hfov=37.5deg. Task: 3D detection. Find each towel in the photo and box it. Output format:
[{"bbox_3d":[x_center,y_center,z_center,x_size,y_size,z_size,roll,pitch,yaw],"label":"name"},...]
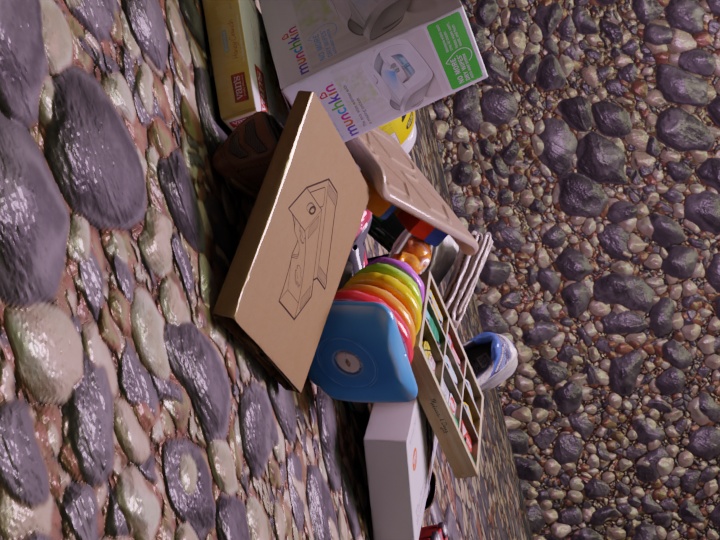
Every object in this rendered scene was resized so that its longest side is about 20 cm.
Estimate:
[{"bbox_3d":[0.114,0.039,1.312,0.200,0.034,0.133,103,12,-66],"label":"towel"}]

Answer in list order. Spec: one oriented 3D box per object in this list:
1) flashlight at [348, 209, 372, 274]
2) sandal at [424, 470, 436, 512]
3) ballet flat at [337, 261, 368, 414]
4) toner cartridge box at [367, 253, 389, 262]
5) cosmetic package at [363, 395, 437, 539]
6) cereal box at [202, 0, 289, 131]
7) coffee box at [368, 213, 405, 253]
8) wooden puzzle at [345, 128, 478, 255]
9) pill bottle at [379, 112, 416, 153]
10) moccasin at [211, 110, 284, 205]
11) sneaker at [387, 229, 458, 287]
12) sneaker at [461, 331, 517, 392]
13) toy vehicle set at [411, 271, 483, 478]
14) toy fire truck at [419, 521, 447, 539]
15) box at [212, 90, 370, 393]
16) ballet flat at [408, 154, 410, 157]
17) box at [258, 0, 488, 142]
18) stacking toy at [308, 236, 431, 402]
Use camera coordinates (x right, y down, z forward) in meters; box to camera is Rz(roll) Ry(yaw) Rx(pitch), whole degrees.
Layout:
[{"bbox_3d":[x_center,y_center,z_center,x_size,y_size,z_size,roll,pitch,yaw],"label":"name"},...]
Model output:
[{"bbox_3d":[0.000,0.000,1.242,0.068,0.067,0.202,-115,-170,-82],"label":"flashlight"},{"bbox_3d":[0.065,0.262,1.300,0.200,0.054,0.082,-20,97,-80],"label":"sandal"},{"bbox_3d":[-0.004,0.075,1.129,0.068,0.063,0.201,-89,163,-54],"label":"ballet flat"},{"bbox_3d":[0.050,0.083,1.474,0.095,0.043,0.201,-89,163,-49],"label":"toner cartridge box"},{"bbox_3d":[0.049,0.184,1.176,0.200,0.051,0.152,-70,156,-57],"label":"cosmetic package"},{"bbox_3d":[-0.093,-0.172,1.014,0.200,0.039,0.145,49,29,-70],"label":"cereal box"},{"bbox_3d":[0.034,-0.061,1.400,0.123,0.044,0.200,41,-1,19],"label":"coffee box"},{"bbox_3d":[0.022,-0.100,1.096,0.200,0.046,0.186,31,20,-51],"label":"wooden puzzle"},{"bbox_3d":[0.014,-0.228,1.474,0.200,0.113,0.115,50,29,-70],"label":"pill bottle"},{"bbox_3d":[-0.071,-0.074,0.947,0.074,0.077,0.201,64,11,14],"label":"moccasin"},{"bbox_3d":[0.048,0.032,1.293,0.201,0.073,0.115,-67,160,0],"label":"sneaker"},{"bbox_3d":[0.102,0.141,1.310,0.077,0.200,0.085,48,1,25],"label":"sneaker"},{"bbox_3d":[0.091,0.116,1.170,0.125,0.026,0.201,-77,149,-50],"label":"toy vehicle set"},{"bbox_3d":[0.083,0.386,1.263,0.200,0.048,0.142,21,57,-79],"label":"toy fire truck"},{"bbox_3d":[-0.051,-0.020,0.879,0.164,0.021,0.201,58,47,-59],"label":"box"},{"bbox_3d":[0.058,-0.159,1.760,0.071,0.065,0.202,52,27,-67],"label":"ballet flat"},{"bbox_3d":[0.003,-0.236,0.999,0.097,0.175,0.201,58,13,-50],"label":"box"},{"bbox_3d":[0.025,0.028,1.047,0.200,0.109,0.117,-57,136,-46],"label":"stacking toy"}]
